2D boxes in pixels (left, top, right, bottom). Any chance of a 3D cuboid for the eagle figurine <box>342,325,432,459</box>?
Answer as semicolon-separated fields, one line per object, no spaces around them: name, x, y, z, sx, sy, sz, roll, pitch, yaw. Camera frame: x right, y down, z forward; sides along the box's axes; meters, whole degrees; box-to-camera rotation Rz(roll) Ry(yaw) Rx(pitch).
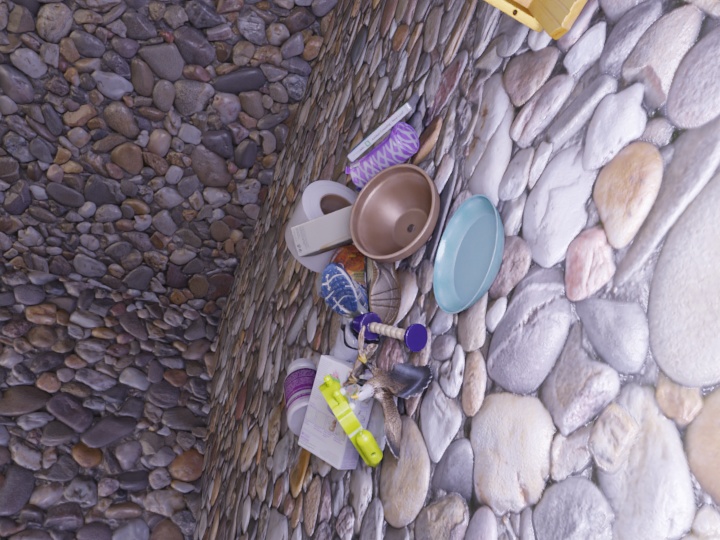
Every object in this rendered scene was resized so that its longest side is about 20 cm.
eagle figurine;0.048;0.225;1.142;0.199;0.150;0.154;31;151;41

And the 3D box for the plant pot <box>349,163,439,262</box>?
plant pot;0.081;-0.101;1.247;0.197;0.092;0.205;-17;59;29

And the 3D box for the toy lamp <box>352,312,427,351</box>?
toy lamp;0.050;0.115;1.214;0.198;0.057;0.060;3;77;57

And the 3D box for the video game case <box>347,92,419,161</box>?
video game case;0.057;-0.339;1.460;0.181;0.022;0.201;-38;11;22

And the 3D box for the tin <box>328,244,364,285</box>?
tin;0.000;0.000;1.436;0.197;0.041;0.115;-1;74;46

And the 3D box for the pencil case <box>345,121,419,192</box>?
pencil case;0.051;-0.270;1.479;0.199;0.084;0.086;-33;41;42

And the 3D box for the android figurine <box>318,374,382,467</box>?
android figurine;-0.020;0.279;1.171;0.041;0.202;0.182;-31;33;-9

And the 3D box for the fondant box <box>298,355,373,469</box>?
fondant box;-0.048;0.301;1.335;0.143;0.058;0.205;14;90;46

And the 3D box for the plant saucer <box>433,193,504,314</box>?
plant saucer;0.184;-0.024;1.036;0.200;0.035;0.205;-163;89;-72

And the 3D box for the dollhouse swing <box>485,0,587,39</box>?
dollhouse swing;0.275;-0.489;0.959;0.202;0.179;0.177;-60;3;34

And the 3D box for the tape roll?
tape roll;-0.084;-0.113;1.627;0.140;0.198;0.206;125;154;-44

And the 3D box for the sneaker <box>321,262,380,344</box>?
sneaker;-0.017;0.060;1.345;0.076;0.202;0.086;-18;26;27

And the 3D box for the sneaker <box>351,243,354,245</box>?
sneaker;0.030;-0.099;1.513;0.089;0.069;0.205;-4;71;54

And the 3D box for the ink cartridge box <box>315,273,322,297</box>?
ink cartridge box;-0.088;-0.042;1.815;0.202;0.046;0.162;-106;36;-54

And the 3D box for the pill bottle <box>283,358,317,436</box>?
pill bottle;-0.139;0.316;1.583;0.201;0.110;0.114;-111;41;-60

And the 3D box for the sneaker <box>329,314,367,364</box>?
sneaker;-0.031;0.143;1.463;0.202;0.074;0.116;-100;30;-55

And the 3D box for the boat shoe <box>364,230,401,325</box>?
boat shoe;0.044;0.020;1.324;0.065;0.071;0.206;167;103;-76

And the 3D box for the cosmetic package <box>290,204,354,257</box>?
cosmetic package;-0.047;-0.094;1.415;0.196;0.105;0.073;-18;87;22
